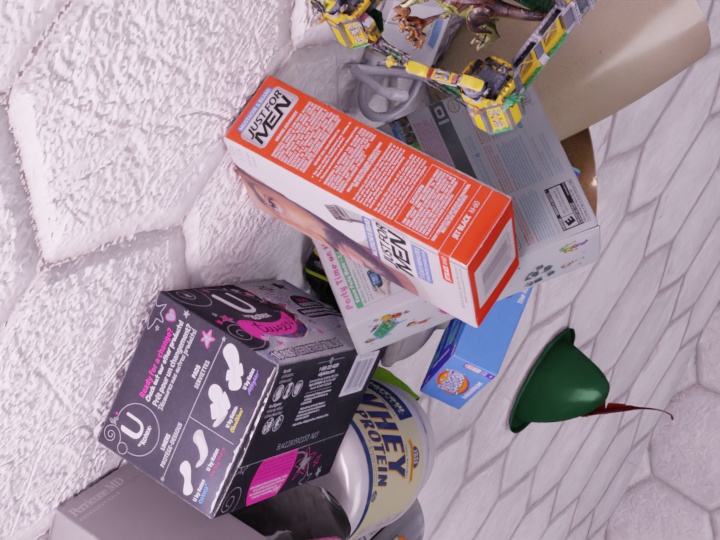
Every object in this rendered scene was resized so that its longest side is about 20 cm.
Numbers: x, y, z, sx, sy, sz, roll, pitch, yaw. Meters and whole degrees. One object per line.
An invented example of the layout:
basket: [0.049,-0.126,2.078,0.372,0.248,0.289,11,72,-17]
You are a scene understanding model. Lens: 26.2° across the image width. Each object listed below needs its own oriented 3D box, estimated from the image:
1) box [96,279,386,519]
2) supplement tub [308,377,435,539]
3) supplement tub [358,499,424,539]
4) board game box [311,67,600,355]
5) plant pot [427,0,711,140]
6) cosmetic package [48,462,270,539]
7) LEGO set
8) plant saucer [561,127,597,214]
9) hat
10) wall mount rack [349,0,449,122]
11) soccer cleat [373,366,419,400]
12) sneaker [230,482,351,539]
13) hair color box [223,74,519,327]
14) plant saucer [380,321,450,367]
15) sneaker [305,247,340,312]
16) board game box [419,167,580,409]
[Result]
box: [-0.085,0.088,1.178,0.133,0.114,0.200,-66,160,13]
supplement tub: [-0.025,0.170,1.384,0.145,0.145,0.200,-65,159,14]
supplement tub: [-0.034,0.287,1.553,0.200,0.122,0.123,-36,149,-46]
board game box: [0.062,-0.045,1.173,0.199,0.148,0.064,-21,155,0]
plant pot: [0.161,-0.188,1.323,0.200,0.187,0.187,-42,158,-2]
cosmetic package: [-0.129,0.235,1.156,0.107,0.200,0.090,-34,150,-53]
LEGO set: [0.056,-0.197,1.025,0.154,0.200,0.116,-43,150,-5]
plant saucer: [0.172,-0.105,1.478,0.035,0.201,0.201,-10,142,-11]
hat: [0.335,0.189,2.198,0.200,0.176,0.166,-47,156,-31]
wall mount rack: [0.085,-0.191,1.203,0.173,0.075,0.201,0,121,-43]
soccer cleat: [0.029,0.167,1.595,0.068,0.081,0.200,-51,158,-22]
sneaker: [-0.099,0.223,1.271,0.086,0.199,0.081,34,45,-66]
hair color box: [0.010,-0.048,1.089,0.064,0.200,0.111,-55,159,-15]
plant saucer: [0.068,-0.004,1.393,0.200,0.050,0.201,-163,-90,-89]
sneaker: [0.000,0.000,1.334,0.077,0.075,0.200,-58,171,-27]
board game box: [0.121,0.012,1.367,0.152,0.045,0.201,118,-3,-71]
